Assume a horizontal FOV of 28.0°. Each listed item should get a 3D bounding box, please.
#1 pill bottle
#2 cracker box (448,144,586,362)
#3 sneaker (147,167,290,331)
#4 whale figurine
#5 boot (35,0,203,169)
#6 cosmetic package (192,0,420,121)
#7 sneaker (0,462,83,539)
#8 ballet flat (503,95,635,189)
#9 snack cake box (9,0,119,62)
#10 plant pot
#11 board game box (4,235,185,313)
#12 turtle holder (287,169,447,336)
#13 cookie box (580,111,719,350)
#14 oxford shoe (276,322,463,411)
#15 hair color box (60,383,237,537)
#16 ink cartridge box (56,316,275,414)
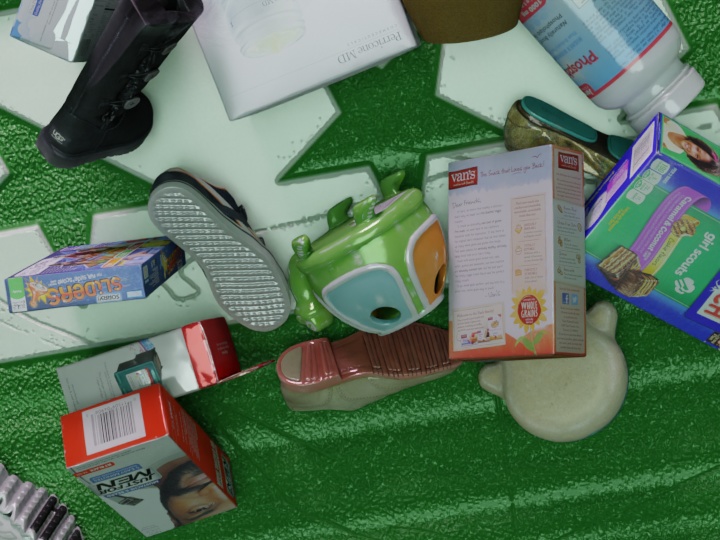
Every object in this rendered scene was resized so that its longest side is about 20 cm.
[{"bbox_3d":[0.240,-0.230,1.407,0.109,0.109,0.200,-42,94,10],"label":"pill bottle"},{"bbox_3d":[0.152,-0.013,1.413,0.133,0.057,0.202,-6,82,45],"label":"cracker box"},{"bbox_3d":[-0.140,-0.028,1.490,0.078,0.080,0.200,-32,116,13],"label":"sneaker"},{"bbox_3d":[0.194,0.079,1.480,0.158,0.104,0.201,-32,72,10],"label":"whale figurine"},{"bbox_3d":[-0.213,-0.197,1.386,0.066,0.165,0.200,40,124,3],"label":"boot"},{"bbox_3d":[-0.067,-0.277,1.417,0.198,0.123,0.202,-21,99,8],"label":"cosmetic package"},{"bbox_3d":[-0.386,0.266,1.562,0.199,0.075,0.081,39,114,0],"label":"sneaker"},{"bbox_3d":[0.236,-0.111,1.455,0.198,0.071,0.071,23,100,0],"label":"ballet flat"},{"bbox_3d":[-0.259,-0.267,1.391,0.067,0.200,0.116,22,100,2],"label":"snack cake box"},{"bbox_3d":[0.088,-0.317,1.321,0.184,0.187,0.202,-8,110,6],"label":"plant pot"},{"bbox_3d":[-0.259,0.001,1.436,0.134,0.200,0.035,-6,99,6],"label":"board game box"},{"bbox_3d":[0.002,0.000,1.447,0.185,0.141,0.132,-31,98,7],"label":"turtle holder"},{"bbox_3d":[0.326,-0.032,1.401,0.199,0.076,0.172,27,132,-9],"label":"cookie box"},{"bbox_3d":[0.012,0.104,1.512,0.198,0.071,0.074,-6,139,-4],"label":"oxford shoe"},{"bbox_3d":[-0.212,0.197,1.471,0.110,0.200,0.064,-19,58,7],"label":"hair color box"},{"bbox_3d":[-0.197,0.098,1.488,0.198,0.116,0.068,-18,89,6],"label":"ink cartridge box"}]
